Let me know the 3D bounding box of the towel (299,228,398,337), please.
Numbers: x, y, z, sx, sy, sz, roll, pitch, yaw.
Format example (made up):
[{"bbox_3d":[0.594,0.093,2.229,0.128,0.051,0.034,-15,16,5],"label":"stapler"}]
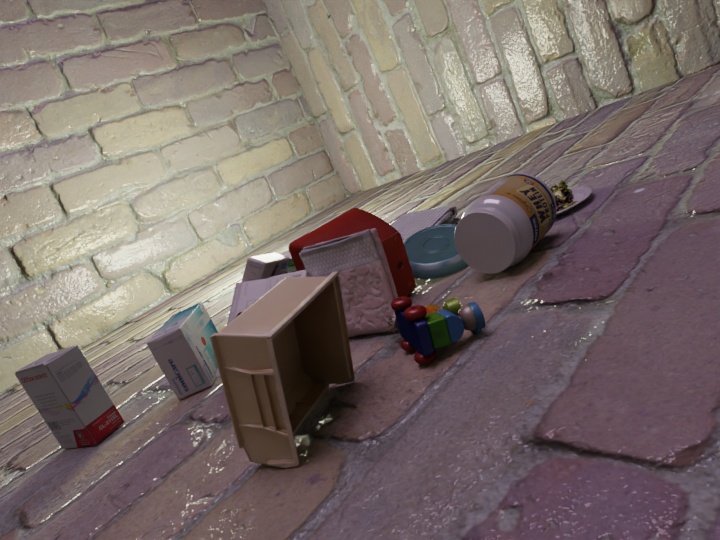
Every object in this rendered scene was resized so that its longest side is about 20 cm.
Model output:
[{"bbox_3d":[-0.022,0.031,1.030,0.199,0.193,0.032,-13,6,41],"label":"towel"}]

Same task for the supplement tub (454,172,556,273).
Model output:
[{"bbox_3d":[0.280,-0.092,1.058,0.144,0.145,0.200,-12,18,44],"label":"supplement tub"}]

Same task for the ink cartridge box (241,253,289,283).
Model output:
[{"bbox_3d":[-0.225,0.055,1.218,0.044,0.178,0.200,18,7,5],"label":"ink cartridge box"}]

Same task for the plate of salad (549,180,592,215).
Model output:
[{"bbox_3d":[0.433,-0.160,1.269,0.199,0.048,0.200,-23,13,6],"label":"plate of salad"}]

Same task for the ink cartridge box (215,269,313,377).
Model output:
[{"bbox_3d":[-0.176,0.108,1.038,0.175,0.045,0.202,-10,59,28],"label":"ink cartridge box"}]

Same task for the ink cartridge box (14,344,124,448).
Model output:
[{"bbox_3d":[-0.623,0.272,1.174,0.145,0.201,0.083,-16,15,34],"label":"ink cartridge box"}]

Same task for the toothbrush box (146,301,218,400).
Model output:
[{"bbox_3d":[-0.384,0.176,1.238,0.085,0.147,0.200,-24,12,3],"label":"toothbrush box"}]

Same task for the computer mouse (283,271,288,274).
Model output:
[{"bbox_3d":[-0.132,0.073,1.198,0.046,0.142,0.200,-17,12,-2],"label":"computer mouse"}]

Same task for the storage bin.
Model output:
[{"bbox_3d":[-0.095,0.132,0.763,0.093,0.200,0.200,0,22,22],"label":"storage bin"}]

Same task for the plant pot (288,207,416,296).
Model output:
[{"bbox_3d":[0.000,0.000,1.156,0.199,0.202,0.176,-32,25,-29],"label":"plant pot"}]

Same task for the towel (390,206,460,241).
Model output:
[{"bbox_3d":[0.151,-0.086,1.426,0.165,0.086,0.200,-2,30,43],"label":"towel"}]

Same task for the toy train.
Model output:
[{"bbox_3d":[0.110,0.073,0.879,0.115,0.085,0.200,-16,11,-10],"label":"toy train"}]

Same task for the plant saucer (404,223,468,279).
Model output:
[{"bbox_3d":[0.171,-0.051,1.226,0.198,0.028,0.201,-14,31,9],"label":"plant saucer"}]

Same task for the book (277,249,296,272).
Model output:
[{"bbox_3d":[-0.139,0.005,1.403,0.132,0.200,0.048,-19,57,11],"label":"book"}]
